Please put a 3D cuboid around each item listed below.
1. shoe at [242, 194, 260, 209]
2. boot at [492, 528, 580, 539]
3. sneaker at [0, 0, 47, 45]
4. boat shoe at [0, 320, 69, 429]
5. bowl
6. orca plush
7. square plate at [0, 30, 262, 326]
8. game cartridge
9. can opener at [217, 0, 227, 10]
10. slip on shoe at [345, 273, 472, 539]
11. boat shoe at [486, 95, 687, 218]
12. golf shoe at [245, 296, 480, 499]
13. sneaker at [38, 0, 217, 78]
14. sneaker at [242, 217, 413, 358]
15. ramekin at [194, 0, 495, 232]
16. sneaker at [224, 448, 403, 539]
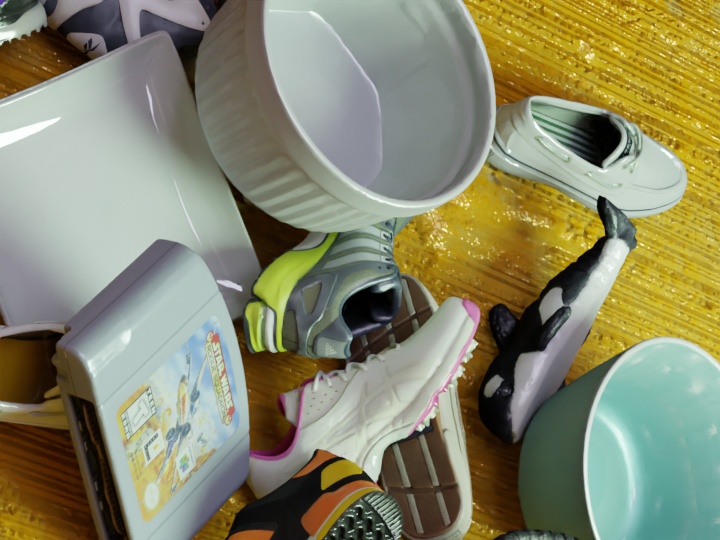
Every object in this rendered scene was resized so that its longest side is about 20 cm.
[{"bbox_3d":[-0.038,-0.128,1.664,0.070,0.053,0.200,47,48,-46],"label":"shoe"},{"bbox_3d":[0.044,0.231,1.517,0.211,0.158,0.080,-16,82,-39],"label":"boot"},{"bbox_3d":[-0.285,-0.180,1.475,0.200,0.069,0.100,-30,127,-47],"label":"sneaker"},{"bbox_3d":[-0.187,0.062,1.443,0.200,0.070,0.071,7,84,-36],"label":"boat shoe"},{"bbox_3d":[0.188,0.151,1.674,0.201,0.105,0.201,8,79,-44],"label":"bowl"},{"bbox_3d":[0.129,0.031,1.715,0.071,0.105,0.200,24,79,18],"label":"orca plush"},{"bbox_3d":[-0.171,-0.032,1.525,0.198,0.028,0.200,-28,103,-36],"label":"square plate"},{"bbox_3d":[-0.124,0.087,1.459,0.133,0.041,0.200,-42,137,-36],"label":"game cartridge"},{"bbox_3d":[-0.076,-0.156,1.644,0.053,0.067,0.200,15,66,-16],"label":"can opener"},{"bbox_3d":[0.040,0.102,1.634,0.061,0.076,0.200,53,20,-65],"label":"slip on shoe"},{"bbox_3d":[0.186,-0.088,1.808,0.200,0.067,0.074,9,67,-33],"label":"boat shoe"},{"bbox_3d":[0.000,0.088,1.564,0.091,0.075,0.200,38,82,-1],"label":"golf shoe"},{"bbox_3d":[-0.124,-0.197,1.619,0.130,0.079,0.199,53,51,-9],"label":"sneaker"},{"bbox_3d":[0.000,0.000,1.611,0.081,0.074,0.200,20,47,21],"label":"sneaker"},{"bbox_3d":[-0.017,-0.119,1.555,0.200,0.105,0.201,17,61,-35],"label":"ramekin"},{"bbox_3d":[-0.067,0.198,1.496,0.200,0.090,0.070,-43,131,-4],"label":"sneaker"}]
